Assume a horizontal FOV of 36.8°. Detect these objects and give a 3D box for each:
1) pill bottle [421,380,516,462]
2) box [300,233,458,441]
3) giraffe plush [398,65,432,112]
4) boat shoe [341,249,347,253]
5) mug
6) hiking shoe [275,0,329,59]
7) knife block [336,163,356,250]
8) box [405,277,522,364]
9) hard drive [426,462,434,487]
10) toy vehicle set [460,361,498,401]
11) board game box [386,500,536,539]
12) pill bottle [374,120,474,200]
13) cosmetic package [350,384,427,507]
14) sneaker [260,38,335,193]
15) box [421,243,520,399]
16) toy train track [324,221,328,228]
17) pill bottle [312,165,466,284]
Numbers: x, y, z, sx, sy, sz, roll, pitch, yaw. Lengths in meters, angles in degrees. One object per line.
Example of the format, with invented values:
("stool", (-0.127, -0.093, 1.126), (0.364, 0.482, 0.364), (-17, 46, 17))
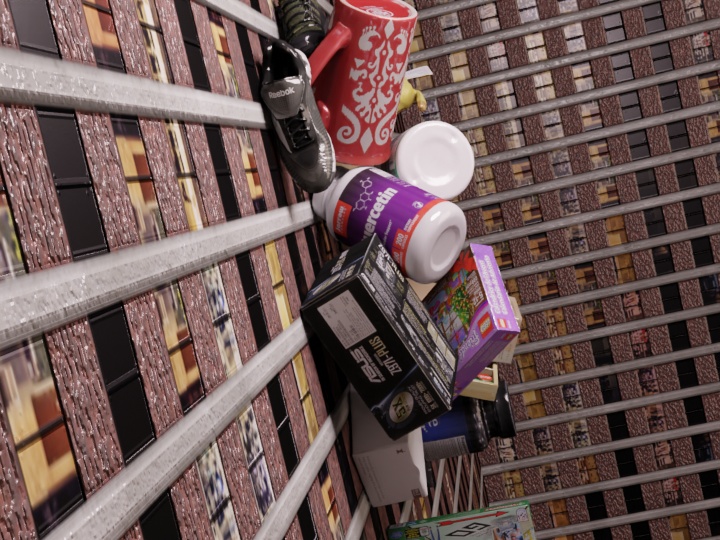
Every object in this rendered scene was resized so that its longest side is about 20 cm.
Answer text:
("pill bottle", (0.131, 0.227, 1.637), (0.112, 0.199, 0.112), (-12, 90, -82))
("box", (0.028, 0.077, 1.320), (0.200, 0.086, 0.164), (55, 18, -12))
("giraffe plush", (0.005, -0.264, 1.777), (0.162, 0.199, 0.173), (117, -38, -48))
("boat shoe", (0.000, 0.000, 1.533), (0.071, 0.072, 0.200), (62, 1, -4))
("mug", (-0.006, -0.248, 1.413), (0.178, 0.133, 0.201), (-55, 163, -60))
("hiking shoe", (-0.089, -0.343, 1.509), (0.101, 0.076, 0.200), (57, 13, -17))
("knife block", (-0.027, -0.155, 1.620), (0.176, 0.064, 0.201), (61, 19, -62))
("box", (0.133, 0.074, 1.628), (0.095, 0.199, 0.078), (-92, -167, -69))
("hard drive", (0.081, 0.259, 1.811), (0.135, 0.042, 0.201), (57, 22, -67))
("toy vehicle set", (0.103, 0.137, 1.607), (0.124, 0.199, 0.027), (-79, 179, -68))
("board game box", (0.147, 0.401, 1.487), (0.029, 0.199, 0.135), (-12, 90, -80))
("pill bottle", (0.081, -0.145, 1.559), (0.200, 0.113, 0.114), (174, -97, -77))
("cosmetic package", (0.036, 0.202, 1.455), (0.200, 0.081, 0.113), (-90, 165, -53))
("sneaker", (-0.082, -0.189, 1.294), (0.090, 0.066, 0.201), (42, 32, -72))
("box", (0.128, 0.078, 1.447), (0.200, 0.039, 0.137), (-54, -140, 43))
("toy train track", (-0.005, -0.070, 1.596), (0.200, 0.032, 0.115), (50, 53, -28))
("pill bottle", (0.034, -0.068, 1.433), (0.112, 0.200, 0.113), (-35, 139, -37))
